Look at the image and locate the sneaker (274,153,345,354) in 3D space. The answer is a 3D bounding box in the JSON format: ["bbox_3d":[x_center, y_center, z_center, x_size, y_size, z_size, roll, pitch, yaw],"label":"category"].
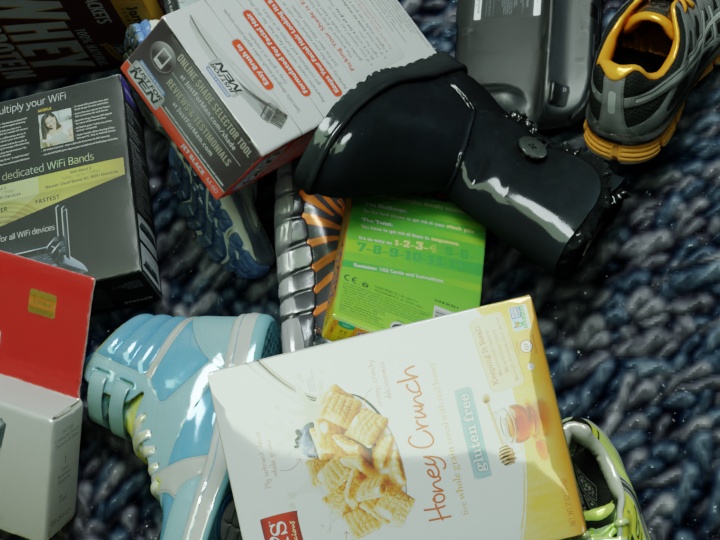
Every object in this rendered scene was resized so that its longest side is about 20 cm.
[{"bbox_3d":[0.000,0.000,1.323,0.111,0.078,0.201,-4,67,-2],"label":"sneaker"}]

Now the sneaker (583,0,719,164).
[{"bbox_3d":[0.207,-0.165,1.329,0.078,0.077,0.201,13,57,20],"label":"sneaker"}]

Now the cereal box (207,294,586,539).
[{"bbox_3d":[0.021,0.107,1.165,0.199,0.040,0.145,-14,83,3],"label":"cereal box"}]

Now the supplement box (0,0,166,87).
[{"bbox_3d":[-0.249,-0.253,1.443,0.199,0.133,0.199,-9,66,9],"label":"supplement box"}]

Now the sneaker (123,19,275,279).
[{"bbox_3d":[-0.092,-0.093,1.372,0.085,0.077,0.201,-19,77,-19],"label":"sneaker"}]

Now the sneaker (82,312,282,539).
[{"bbox_3d":[-0.132,0.116,1.293,0.130,0.080,0.201,6,59,13],"label":"sneaker"}]

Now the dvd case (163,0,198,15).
[{"bbox_3d":[-0.074,-0.187,1.388,0.022,0.145,0.201,-42,53,44],"label":"dvd case"}]

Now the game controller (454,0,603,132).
[{"bbox_3d":[0.119,-0.189,1.394,0.104,0.042,0.201,-5,65,26],"label":"game controller"}]

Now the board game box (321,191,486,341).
[{"bbox_3d":[0.033,-0.014,1.275,0.095,0.030,0.201,21,42,-10],"label":"board game box"}]

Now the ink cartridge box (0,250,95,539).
[{"bbox_3d":[-0.277,0.067,1.308,0.199,0.045,0.177,15,113,18],"label":"ink cartridge box"}]

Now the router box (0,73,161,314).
[{"bbox_3d":[-0.247,-0.038,1.396,0.199,0.052,0.158,-12,65,7],"label":"router box"}]

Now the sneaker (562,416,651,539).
[{"bbox_3d":[0.146,0.183,1.204,0.075,0.076,0.201,-21,66,1],"label":"sneaker"}]

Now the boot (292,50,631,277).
[{"bbox_3d":[0.072,-0.058,1.266,0.168,0.200,0.077,37,123,15],"label":"boot"}]

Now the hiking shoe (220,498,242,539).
[{"bbox_3d":[0.014,0.141,1.234,0.199,0.101,0.076,-10,87,3],"label":"hiking shoe"}]

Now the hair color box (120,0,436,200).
[{"bbox_3d":[-0.050,-0.137,1.315,0.111,0.064,0.200,54,43,4],"label":"hair color box"}]
